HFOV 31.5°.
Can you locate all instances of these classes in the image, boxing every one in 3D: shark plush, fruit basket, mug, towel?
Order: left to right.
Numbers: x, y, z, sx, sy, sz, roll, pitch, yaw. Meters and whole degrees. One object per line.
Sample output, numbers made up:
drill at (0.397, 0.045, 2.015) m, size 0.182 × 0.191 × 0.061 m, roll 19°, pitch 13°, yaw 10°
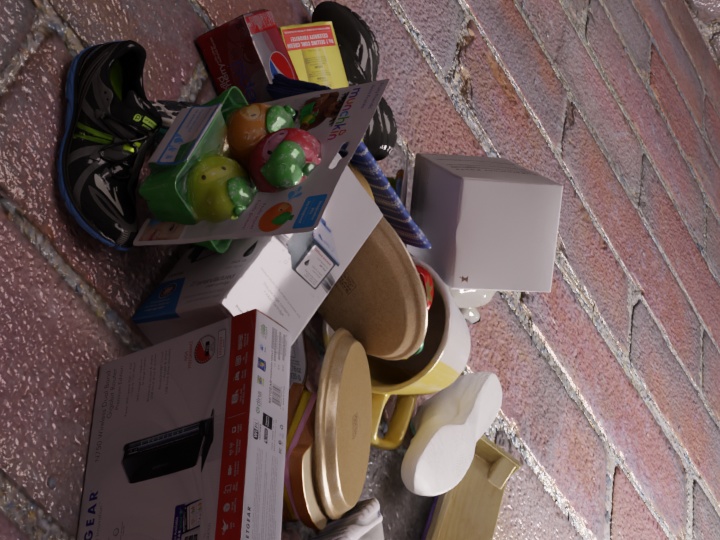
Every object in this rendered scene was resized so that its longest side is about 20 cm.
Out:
fruit basket at (-0.088, -0.097, 1.097) m, size 0.094 × 0.198 × 0.187 m, roll 52°, pitch 46°, yaw -32°
towel at (-0.012, -0.112, 1.294) m, size 0.024 × 0.144 × 0.201 m, roll -42°, pitch 118°, yaw -14°
mug at (0.041, 0.086, 1.423) m, size 0.150 × 0.187 × 0.153 m, roll 47°, pitch 6°, yaw 25°
shark plush at (0.110, 0.009, 1.660) m, size 0.198 × 0.091 × 0.084 m, roll 2°, pitch 50°, yaw -37°

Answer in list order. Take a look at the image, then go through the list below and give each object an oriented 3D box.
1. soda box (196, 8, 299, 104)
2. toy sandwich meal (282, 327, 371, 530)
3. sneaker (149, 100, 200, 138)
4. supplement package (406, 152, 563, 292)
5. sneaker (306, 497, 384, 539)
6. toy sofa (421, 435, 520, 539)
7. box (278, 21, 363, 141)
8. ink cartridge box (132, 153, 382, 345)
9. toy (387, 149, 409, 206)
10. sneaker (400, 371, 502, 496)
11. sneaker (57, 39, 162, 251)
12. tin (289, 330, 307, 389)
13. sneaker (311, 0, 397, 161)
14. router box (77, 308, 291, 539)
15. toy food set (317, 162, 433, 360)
soda box at (-0.098, -0.173, 1.372) m, size 0.063 × 0.069 × 0.203 m, roll -33°, pitch 104°, yaw -58°
toy sandwich meal at (-0.039, 0.157, 1.260) m, size 0.205 × 0.069 × 0.209 m, roll 1°, pitch 90°, yaw -78°
sneaker at (-0.138, -0.108, 1.263) m, size 0.198 × 0.080 × 0.078 m, roll 24°, pitch 12°, yaw -33°
supplement package at (0.136, -0.057, 1.442) m, size 0.200 × 0.118 × 0.123 m, roll -131°, pitch -135°, yaw -72°
sneaker at (-0.018, 0.292, 1.240) m, size 0.199 × 0.074 × 0.083 m, roll -27°, pitch 96°, yaw -60°
toy sofa at (0.112, 0.289, 1.469) m, size 0.082 × 0.098 × 0.201 m, roll 35°, pitch 40°, yaw -9°
box at (-0.046, -0.178, 1.457) m, size 0.074 × 0.050 × 0.203 m, roll -10°, pitch 82°, yaw -28°
ink cartridge box at (-0.092, -0.003, 1.161) m, size 0.086 × 0.145 × 0.201 m, roll 50°, pitch 54°, yaw -24°
toy at (0.032, -0.067, 1.484) m, size 0.200 × 0.046 × 0.117 m, roll 50°, pitch 44°, yaw -83°
sneaker at (0.086, 0.187, 1.464) m, size 0.200 × 0.087 × 0.076 m, roll -43°, pitch 123°, yaw -47°
sneaker at (-0.218, -0.117, 1.130) m, size 0.070 × 0.082 × 0.203 m, roll 24°, pitch 56°, yaw -52°
tin at (-0.101, 0.041, 1.284) m, size 0.112 × 0.041 × 0.203 m, roll 21°, pitch 56°, yaw -58°
sneaker at (-0.019, -0.229, 1.537) m, size 0.090 × 0.075 × 0.203 m, roll -16°, pitch 85°, yaw -53°
router box at (-0.141, 0.152, 1.014) m, size 0.049 × 0.178 × 0.203 m, roll 35°, pitch 45°, yaw -44°
toy food set at (0.000, 0.000, 1.290) m, size 0.048 × 0.199 × 0.200 m, roll -32°, pitch 65°, yaw -32°
